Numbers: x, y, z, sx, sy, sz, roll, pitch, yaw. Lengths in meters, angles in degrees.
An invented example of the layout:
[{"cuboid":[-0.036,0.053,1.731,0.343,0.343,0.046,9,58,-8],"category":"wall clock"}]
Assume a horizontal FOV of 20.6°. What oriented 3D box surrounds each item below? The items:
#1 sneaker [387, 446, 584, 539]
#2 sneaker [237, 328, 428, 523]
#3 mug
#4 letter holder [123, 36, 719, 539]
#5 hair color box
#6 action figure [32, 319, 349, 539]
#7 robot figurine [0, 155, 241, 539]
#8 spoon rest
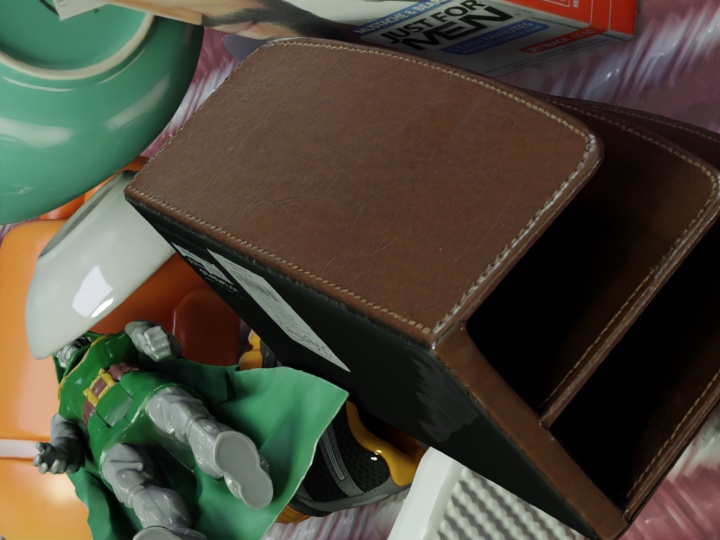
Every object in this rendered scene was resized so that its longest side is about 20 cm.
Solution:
[{"cuboid":[0.018,0.119,0.711,0.082,0.074,0.201,34,109,53],"category":"sneaker"},{"cuboid":[0.000,0.000,0.786,0.077,0.078,0.201,-6,79,42],"category":"sneaker"},{"cuboid":[-0.150,-0.107,0.755,0.114,0.184,0.153,-19,52,61],"category":"mug"},{"cuboid":[0.039,-0.025,0.647,0.142,0.101,0.200,-49,34,-11],"category":"letter holder"},{"cuboid":[-0.010,-0.121,0.706,0.111,0.199,0.064,-9,73,57],"category":"hair color box"},{"cuboid":[-0.084,0.059,0.753,0.118,0.055,0.200,-49,25,-5],"category":"action figure"},{"cuboid":[-0.114,0.050,0.904,0.143,0.117,0.201,3,81,14],"category":"robot figurine"},{"cuboid":[-0.072,-0.032,0.825,0.099,0.061,0.200,-31,19,48],"category":"spoon rest"}]
